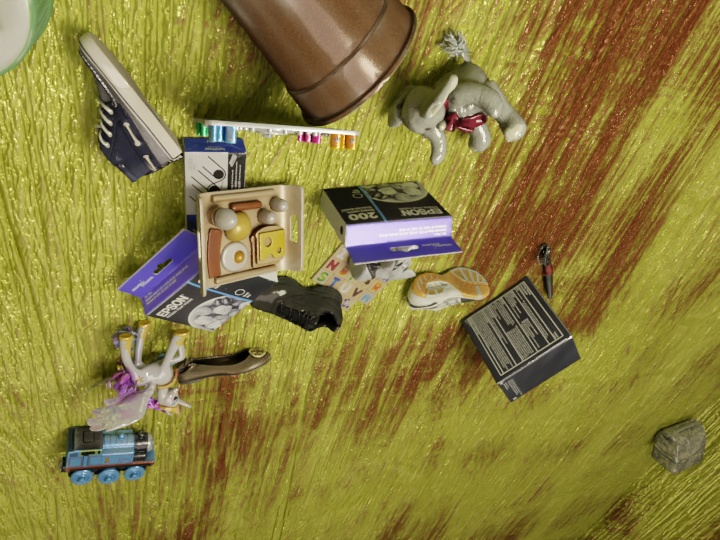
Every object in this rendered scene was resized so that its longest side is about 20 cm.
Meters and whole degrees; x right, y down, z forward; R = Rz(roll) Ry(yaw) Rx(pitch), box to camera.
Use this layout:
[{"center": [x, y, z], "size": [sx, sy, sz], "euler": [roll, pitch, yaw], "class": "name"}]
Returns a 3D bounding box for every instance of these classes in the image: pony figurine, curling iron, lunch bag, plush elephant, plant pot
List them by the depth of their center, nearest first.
[{"center": [-0.062, -0.325, 0.686], "size": [0.199, 0.202, 0.198], "euler": [-39, 128, 14], "class": "plant pot"}, {"center": [0.134, -0.246, 0.868], "size": [0.153, 0.164, 0.203], "euler": [-35, 108, -8], "class": "plush elephant"}, {"center": [-0.412, 0.201, 1.046], "size": [0.188, 0.167, 0.205], "euler": [-2, 115, -26], "class": "pony figurine"}, {"center": [0.444, 0.008, 1.332], "size": [0.050, 0.025, 0.201], "euler": [-57, 145, -22], "class": "curling iron"}, {"center": [1.338, 0.720, 2.327], "size": [0.195, 0.140, 0.172], "euler": [-11, 118, -18], "class": "lunch bag"}]

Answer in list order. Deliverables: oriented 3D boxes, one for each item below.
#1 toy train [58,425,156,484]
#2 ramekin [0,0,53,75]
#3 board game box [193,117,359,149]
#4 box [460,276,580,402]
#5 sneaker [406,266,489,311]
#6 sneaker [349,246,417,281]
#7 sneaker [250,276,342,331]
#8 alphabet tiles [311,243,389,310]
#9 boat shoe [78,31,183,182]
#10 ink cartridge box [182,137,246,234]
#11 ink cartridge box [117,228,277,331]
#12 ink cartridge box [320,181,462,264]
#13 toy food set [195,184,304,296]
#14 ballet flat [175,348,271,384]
[{"center": [-0.539, 0.395, 1.200], "size": [0.195, 0.087, 0.116], "euler": [6, 122, -29], "class": "toy train"}, {"center": [-0.438, -0.304, 0.588], "size": [0.195, 0.099, 0.203], "euler": [-13, 135, -13], "class": "ramekin"}, {"center": [-0.124, -0.190, 0.769], "size": [0.194, 0.200, 0.027], "euler": [-2, 105, -21], "class": "board game box"}, {"center": [0.379, 0.163, 1.323], "size": [0.196, 0.202, 0.123], "euler": [-34, 135, 10], "class": "box"}, {"center": [0.190, 0.047, 1.235], "size": [0.194, 0.077, 0.088], "euler": [0, 146, -21], "class": "sneaker"}, {"center": [0.069, -0.030, 1.047], "size": [0.112, 0.077, 0.199], "euler": [-2, 167, -33], "class": "sneaker"}, {"center": [-0.119, 0.072, 1.085], "size": [0.195, 0.092, 0.077], "euler": [7, 132, -22], "class": "sneaker"}, {"center": [0.000, 0.000, 1.137], "size": [0.165, 0.006, 0.200], "euler": [26, 116, -39], "class": "alphabet tiles"}, {"center": [-0.328, -0.205, 0.745], "size": [0.092, 0.075, 0.202], "euler": [-33, 137, -3], "class": "boat shoe"}, {"center": [-0.236, -0.112, 0.897], "size": [0.091, 0.045, 0.203], "euler": [-4, 133, -20], "class": "ink cartridge box"}, {"center": [-0.276, 0.026, 0.953], "size": [0.196, 0.044, 0.198], "euler": [-34, 144, 27], "class": "ink cartridge box"}, {"center": [0.049, -0.087, 0.939], "size": [0.193, 0.201, 0.044], "euler": [-7, 125, -19], "class": "ink cartridge box"}, {"center": [-0.167, -0.051, 0.870], "size": [0.197, 0.059, 0.148], "euler": [-15, 112, -45], "class": "toy food set"}, {"center": [-0.284, 0.190, 1.152], "size": [0.194, 0.067, 0.048], "euler": [-10, 103, -12], "class": "ballet flat"}]
